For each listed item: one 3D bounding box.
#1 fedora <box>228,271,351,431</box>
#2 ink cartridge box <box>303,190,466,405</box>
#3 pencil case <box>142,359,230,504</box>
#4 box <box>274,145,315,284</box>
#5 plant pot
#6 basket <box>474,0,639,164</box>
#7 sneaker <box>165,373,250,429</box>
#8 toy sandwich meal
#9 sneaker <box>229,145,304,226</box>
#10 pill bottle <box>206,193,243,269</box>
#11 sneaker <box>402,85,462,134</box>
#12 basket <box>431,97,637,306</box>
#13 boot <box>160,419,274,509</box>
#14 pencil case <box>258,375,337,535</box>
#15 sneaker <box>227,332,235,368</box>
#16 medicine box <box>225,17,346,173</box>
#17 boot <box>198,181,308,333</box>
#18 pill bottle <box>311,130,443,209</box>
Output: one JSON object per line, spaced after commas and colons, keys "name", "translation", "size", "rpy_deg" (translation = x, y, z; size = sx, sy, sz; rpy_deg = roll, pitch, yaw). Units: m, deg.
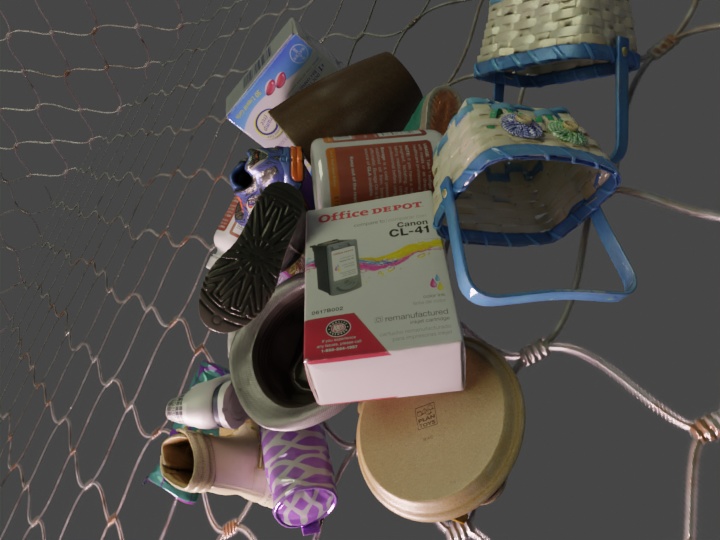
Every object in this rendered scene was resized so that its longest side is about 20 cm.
{"name": "fedora", "translation": [-0.050, 0.097, 0.736], "size": [0.200, 0.090, 0.177], "rpy_deg": [-43, 59, 8]}
{"name": "ink cartridge box", "translation": [0.020, 0.023, 0.621], "size": [0.146, 0.086, 0.201], "rpy_deg": [-9, 49, 4]}
{"name": "pencil case", "translation": [-0.247, 0.243, 0.937], "size": [0.201, 0.085, 0.092], "rpy_deg": [-67, 12, -14]}
{"name": "box", "translation": [-0.099, -0.060, 0.881], "size": [0.137, 0.039, 0.201], "rpy_deg": [-54, 52, 35]}
{"name": "plant pot", "translation": [-0.008, -0.235, 0.950], "size": [0.200, 0.187, 0.187], "rpy_deg": [-40, 36, 2]}
{"name": "basket", "translation": [0.216, -0.217, 0.675], "size": [0.176, 0.138, 0.202], "rpy_deg": [15, 103, 51]}
{"name": "sneaker", "translation": [-0.178, 0.167, 0.804], "size": [0.080, 0.200, 0.077], "rpy_deg": [-9, 80, 6]}
{"name": "toy sandwich meal", "translation": [0.078, 0.156, 0.622], "size": [0.204, 0.070, 0.206], "rpy_deg": [-21, 49, 26]}
{"name": "sneaker", "translation": [-0.139, -0.115, 0.819], "size": [0.200, 0.078, 0.076], "rpy_deg": [141, 132, -57]}
{"name": "pill bottle", "translation": [-0.188, -0.075, 1.084], "size": [0.112, 0.112, 0.201], "rpy_deg": [17, 77, 55]}
{"name": "sneaker", "translation": [0.085, -0.152, 0.852], "size": [0.080, 0.071, 0.201], "rpy_deg": [-11, 59, 71]}
{"name": "basket", "translation": [0.152, -0.060, 0.575], "size": [0.139, 0.175, 0.201], "rpy_deg": [125, 139, -56]}
{"name": "boot", "translation": [-0.188, 0.233, 0.805], "size": [0.200, 0.155, 0.073], "rpy_deg": [35, 100, 55]}
{"name": "pencil case", "translation": [-0.083, 0.213, 0.763], "size": [0.201, 0.083, 0.086], "rpy_deg": [-108, 20, -51]}
{"name": "sneaker", "translation": [-0.177, 0.108, 0.975], "size": [0.201, 0.071, 0.073], "rpy_deg": [-101, 21, -54]}
{"name": "medicine box", "translation": [-0.097, -0.285, 1.053], "size": [0.182, 0.200, 0.103], "rpy_deg": [-44, 31, 19]}
{"name": "boot", "translation": [-0.112, -0.014, 0.710], "size": [0.182, 0.072, 0.200], "rpy_deg": [-57, 7, -6]}
{"name": "pill bottle", "translation": [0.044, -0.107, 0.734], "size": [0.112, 0.198, 0.113], "rpy_deg": [175, 90, -84]}
